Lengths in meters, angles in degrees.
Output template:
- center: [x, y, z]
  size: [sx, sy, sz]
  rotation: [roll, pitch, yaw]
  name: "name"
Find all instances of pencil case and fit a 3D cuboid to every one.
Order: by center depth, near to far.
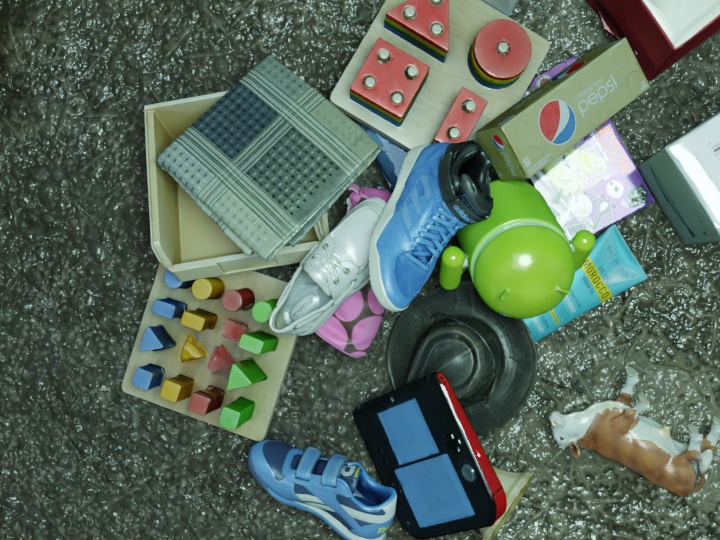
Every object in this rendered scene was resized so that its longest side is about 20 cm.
- center: [0.000, 0.000, 1.212]
  size: [0.093, 0.091, 0.202]
  rotation: [18, 105, -5]
  name: "pencil case"

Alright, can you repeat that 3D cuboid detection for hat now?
- center: [0.104, 0.115, 1.188]
  size: [0.198, 0.081, 0.203]
  rotation: [6, 102, 27]
  name: "hat"

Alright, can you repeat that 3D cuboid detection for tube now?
- center: [0.244, 0.032, 1.220]
  size: [0.199, 0.050, 0.078]
  rotation: [-34, 105, 3]
  name: "tube"

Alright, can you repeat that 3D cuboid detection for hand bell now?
- center: [0.101, 0.229, 1.227]
  size: [0.199, 0.104, 0.105]
  rotation: [35, 94, 18]
  name: "hand bell"

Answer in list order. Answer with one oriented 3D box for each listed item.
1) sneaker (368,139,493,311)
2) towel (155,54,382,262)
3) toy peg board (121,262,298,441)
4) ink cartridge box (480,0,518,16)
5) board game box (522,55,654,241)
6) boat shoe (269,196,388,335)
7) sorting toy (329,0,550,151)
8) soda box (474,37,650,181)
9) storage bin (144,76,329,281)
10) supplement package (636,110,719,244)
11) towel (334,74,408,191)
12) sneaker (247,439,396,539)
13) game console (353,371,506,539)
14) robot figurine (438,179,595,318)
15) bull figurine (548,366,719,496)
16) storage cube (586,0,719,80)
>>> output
- center: [0.083, -0.052, 1.088]
  size: [0.110, 0.077, 0.202]
  rotation: [-5, 56, 45]
  name: "sneaker"
- center: [-0.104, -0.127, 1.154]
  size: [0.193, 0.035, 0.200]
  rotation: [-44, 68, -10]
  name: "towel"
- center: [-0.189, 0.089, 1.248]
  size: [0.197, 0.098, 0.202]
  rotation: [19, 92, 7]
  name: "toy peg board"
- center: [0.193, -0.407, 1.173]
  size: [0.083, 0.145, 0.201]
  rotation: [33, 94, 4]
  name: "ink cartridge box"
- center: [0.255, -0.142, 1.226]
  size: [0.119, 0.032, 0.202]
  rotation: [-29, 86, 2]
  name: "board game box"
- center: [-0.034, 0.003, 1.146]
  size: [0.071, 0.069, 0.201]
  rotation: [44, 113, 16]
  name: "boat shoe"
- center: [0.096, -0.238, 1.182]
  size: [0.199, 0.070, 0.200]
  rotation: [30, 84, 1]
  name: "sorting toy"
- center: [0.232, -0.183, 1.152]
  size: [0.199, 0.064, 0.068]
  rotation: [-36, 103, -17]
  name: "soda box"
- center: [-0.147, -0.106, 1.214]
  size: [0.197, 0.094, 0.201]
  rotation: [-9, 69, 5]
  name: "storage bin"
- center: [0.397, -0.108, 1.119]
  size: [0.117, 0.200, 0.118]
  rotation: [-33, 86, 6]
  name: "supplement package"
- center: [0.060, -0.173, 1.240]
  size: [0.111, 0.049, 0.202]
  rotation: [-29, 86, 6]
  name: "towel"
- center: [-0.042, 0.254, 1.230]
  size: [0.198, 0.074, 0.083]
  rotation: [29, 125, -1]
  name: "sneaker"
- center: [0.075, 0.221, 1.175]
  size: [0.031, 0.200, 0.178]
  rotation: [-26, 86, -35]
  name: "game console"
- center: [0.174, -0.026, 1.147]
  size: [0.173, 0.201, 0.117]
  rotation: [-6, 123, -4]
  name: "robot figurine"
- center: [0.323, 0.192, 1.189]
  size: [0.198, 0.065, 0.122]
  rotation: [27, 126, -1]
  name: "bull figurine"
- center: [0.357, -0.348, 1.135]
  size: [0.199, 0.180, 0.172]
  rotation: [-37, 86, 7]
  name: "storage cube"
